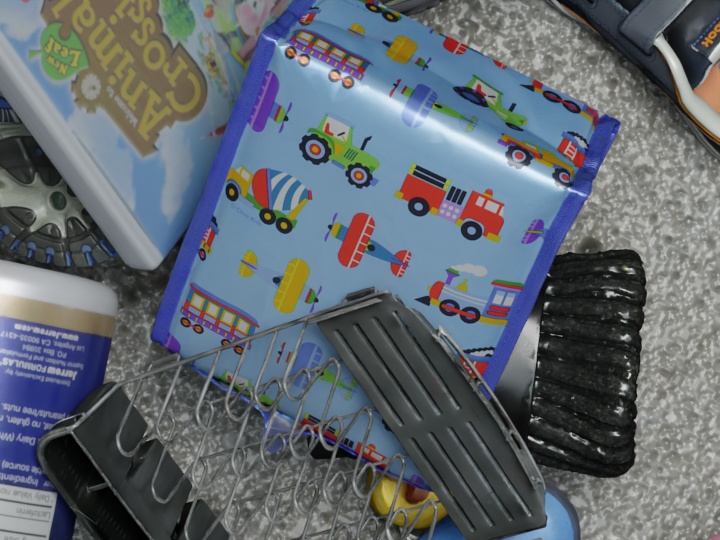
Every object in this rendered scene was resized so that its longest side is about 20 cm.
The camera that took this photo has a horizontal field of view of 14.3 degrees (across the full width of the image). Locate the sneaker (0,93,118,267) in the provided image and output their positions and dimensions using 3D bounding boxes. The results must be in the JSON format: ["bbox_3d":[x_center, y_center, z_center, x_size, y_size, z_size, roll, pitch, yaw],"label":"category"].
[{"bbox_3d":[-0.184,-0.055,1.334,0.199,0.085,0.078,20,112,13],"label":"sneaker"}]

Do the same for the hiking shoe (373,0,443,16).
[{"bbox_3d":[0.026,-0.193,1.312,0.200,0.075,0.101,-54,127,-39],"label":"hiking shoe"}]

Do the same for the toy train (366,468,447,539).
[{"bbox_3d":[0.078,0.100,1.373,0.149,0.056,0.201,-15,91,-8],"label":"toy train"}]

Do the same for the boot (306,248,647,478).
[{"bbox_3d":[0.052,-0.010,1.308,0.157,0.079,0.213,-1,101,12],"label":"boot"}]

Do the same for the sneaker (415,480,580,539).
[{"bbox_3d":[0.016,0.169,1.314,0.200,0.078,0.066,-37,84,19],"label":"sneaker"}]

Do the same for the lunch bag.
[{"bbox_3d":[0.000,0.000,1.242,0.150,0.094,0.201,26,116,3],"label":"lunch bag"}]

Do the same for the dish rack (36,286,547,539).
[{"bbox_3d":[-0.024,0.092,1.245,0.199,0.055,0.154,-19,118,34],"label":"dish rack"}]

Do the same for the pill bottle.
[{"bbox_3d":[-0.184,0.094,1.306,0.115,0.116,0.201,12,88,-8],"label":"pill bottle"}]

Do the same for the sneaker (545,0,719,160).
[{"bbox_3d":[0.147,-0.133,1.375,0.200,0.079,0.078,43,85,-4],"label":"sneaker"}]

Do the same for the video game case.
[{"bbox_3d":[-0.095,-0.133,1.251,0.182,0.022,0.200,-54,129,-27],"label":"video game case"}]

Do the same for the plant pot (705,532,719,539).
[{"bbox_3d":[0.242,0.228,1.338,0.198,0.200,0.180,-3,105,-8],"label":"plant pot"}]
